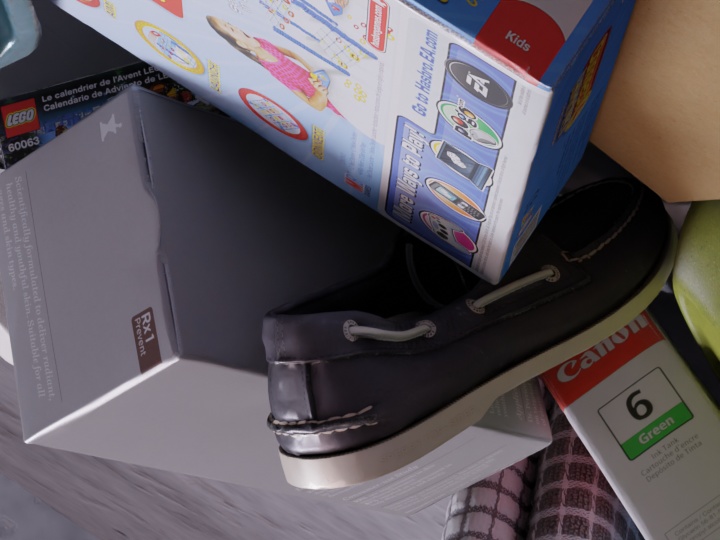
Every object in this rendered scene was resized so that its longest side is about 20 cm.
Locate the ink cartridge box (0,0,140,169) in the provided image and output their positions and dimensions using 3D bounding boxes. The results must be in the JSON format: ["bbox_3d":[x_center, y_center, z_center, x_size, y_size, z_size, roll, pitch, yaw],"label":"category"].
[{"bbox_3d":[-0.183,-0.113,1.164,0.146,0.083,0.200,39,164,-32],"label":"ink cartridge box"}]

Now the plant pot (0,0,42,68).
[{"bbox_3d":[-0.233,-0.151,0.861,0.196,0.195,0.201,92,155,-75],"label":"plant pot"}]

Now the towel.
[{"bbox_3d":[0.100,0.130,1.174,0.085,0.166,0.200,-4,141,19],"label":"towel"}]

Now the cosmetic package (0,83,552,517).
[{"bbox_3d":[-0.030,0.016,0.994,0.200,0.107,0.090,16,144,-43],"label":"cosmetic package"}]

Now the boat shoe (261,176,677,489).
[{"bbox_3d":[0.040,0.003,0.942,0.072,0.200,0.063,-3,113,45],"label":"boat shoe"}]

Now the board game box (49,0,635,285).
[{"bbox_3d":[-0.018,-0.094,0.837,0.195,0.056,0.200,33,166,7],"label":"board game box"}]

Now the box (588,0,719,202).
[{"bbox_3d":[0.086,-0.076,0.825,0.163,0.021,0.200,37,166,-18],"label":"box"}]

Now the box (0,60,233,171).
[{"bbox_3d":[-0.055,-0.031,1.100,0.136,0.038,0.200,-14,159,2],"label":"box"}]

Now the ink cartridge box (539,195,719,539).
[{"bbox_3d":[0.118,0.070,1.040,0.109,0.050,0.200,49,-174,-47],"label":"ink cartridge box"}]

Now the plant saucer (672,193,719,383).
[{"bbox_3d":[0.159,0.061,0.943,0.200,0.031,0.200,57,180,0],"label":"plant saucer"}]

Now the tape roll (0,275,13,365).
[{"bbox_3d":[-0.188,-0.037,1.108,0.203,0.037,0.203,41,170,9],"label":"tape roll"}]
